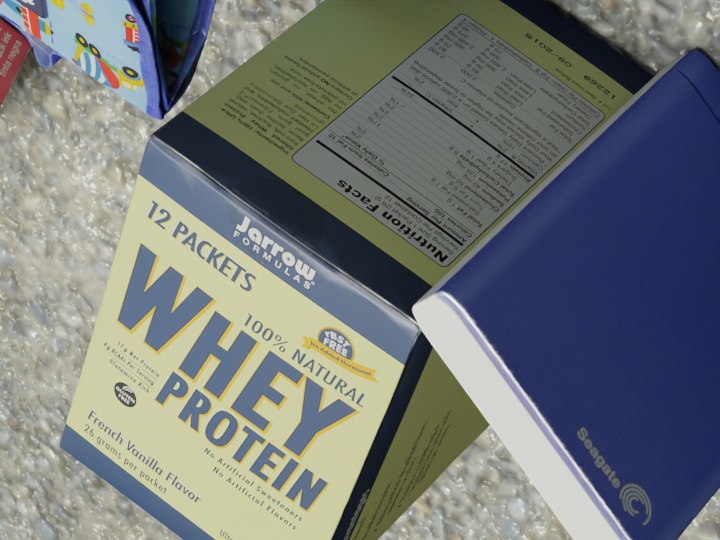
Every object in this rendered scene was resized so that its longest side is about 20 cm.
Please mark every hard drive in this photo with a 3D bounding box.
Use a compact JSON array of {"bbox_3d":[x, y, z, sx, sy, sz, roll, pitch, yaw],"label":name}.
[{"bbox_3d":[0.117,0.013,1.071,0.025,0.200,0.132,-29,100,47],"label":"hard drive"}]

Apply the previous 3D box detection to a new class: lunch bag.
[{"bbox_3d":[-0.127,-0.165,1.139,0.150,0.094,0.200,31,143,19],"label":"lunch bag"}]

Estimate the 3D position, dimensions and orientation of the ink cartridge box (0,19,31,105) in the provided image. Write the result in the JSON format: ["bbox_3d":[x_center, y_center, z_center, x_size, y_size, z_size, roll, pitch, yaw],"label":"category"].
[{"bbox_3d":[-0.289,-0.117,1.347,0.200,0.084,0.145,39,137,-20],"label":"ink cartridge box"}]

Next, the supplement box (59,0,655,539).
[{"bbox_3d":[0.000,0.000,1.158,0.134,0.200,0.200,35,136,14],"label":"supplement box"}]
